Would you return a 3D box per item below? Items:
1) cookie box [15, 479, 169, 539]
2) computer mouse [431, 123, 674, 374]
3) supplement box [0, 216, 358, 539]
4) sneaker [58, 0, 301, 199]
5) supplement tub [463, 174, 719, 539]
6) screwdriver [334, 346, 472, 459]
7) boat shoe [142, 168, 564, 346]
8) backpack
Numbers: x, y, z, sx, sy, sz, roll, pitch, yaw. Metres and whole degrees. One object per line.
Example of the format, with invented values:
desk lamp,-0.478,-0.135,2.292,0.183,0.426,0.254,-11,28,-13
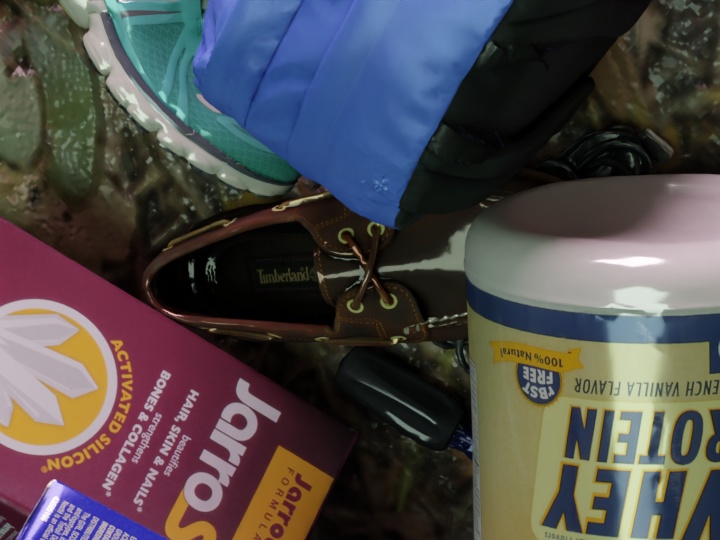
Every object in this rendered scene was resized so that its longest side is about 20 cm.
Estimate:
cookie box,-0.056,0.185,0.858,0.199,0.076,0.171,27,152,3
computer mouse,0.123,0.048,0.902,0.138,0.053,0.201,-40,80,30
supplement box,-0.117,0.075,0.926,0.199,0.111,0.086,31,153,-9
sneaker,-0.081,-0.119,0.903,0.079,0.078,0.201,-33,96,19
supplement tub,0.112,0.074,0.797,0.143,0.144,0.202,2,105,20
screwdriver,0.074,0.094,0.948,0.199,0.028,0.029,34,148,5
boat shoe,0.000,0.000,0.896,0.199,0.070,0.071,-9,93,33
backpack,0.018,-0.112,0.794,0.167,0.200,0.163,30,118,8
